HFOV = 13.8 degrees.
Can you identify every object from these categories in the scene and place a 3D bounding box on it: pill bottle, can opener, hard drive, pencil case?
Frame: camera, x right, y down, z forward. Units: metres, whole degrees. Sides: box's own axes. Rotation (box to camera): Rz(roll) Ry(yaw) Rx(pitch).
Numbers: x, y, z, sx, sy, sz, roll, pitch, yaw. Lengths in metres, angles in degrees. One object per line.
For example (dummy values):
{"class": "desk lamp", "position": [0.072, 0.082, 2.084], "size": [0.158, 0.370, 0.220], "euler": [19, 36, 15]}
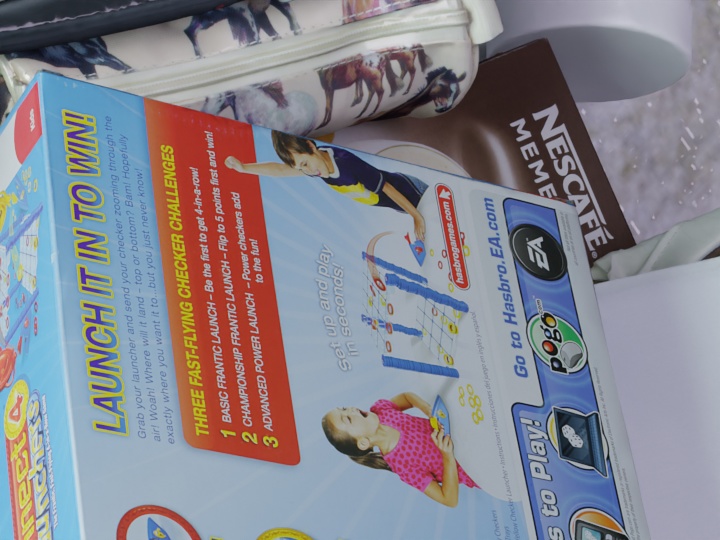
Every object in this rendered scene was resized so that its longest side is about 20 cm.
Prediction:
{"class": "pill bottle", "position": [0.093, -0.176, 1.207], "size": [0.111, 0.111, 0.201], "euler": [13, 69, -32]}
{"class": "can opener", "position": [-0.053, -0.108, 0.962], "size": [0.200, 0.079, 0.064], "euler": [-26, 94, -34]}
{"class": "hard drive", "position": [0.104, 0.060, 0.995], "size": [0.199, 0.027, 0.132], "euler": [-12, 55, -17]}
{"class": "pencil case", "position": [-0.052, -0.069, 1.013], "size": [0.199, 0.089, 0.078], "euler": [-18, 113, -32]}

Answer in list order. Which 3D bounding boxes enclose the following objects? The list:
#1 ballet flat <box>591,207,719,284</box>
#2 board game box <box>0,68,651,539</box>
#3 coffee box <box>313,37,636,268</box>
{"class": "ballet flat", "position": [0.092, 0.032, 1.077], "size": [0.069, 0.069, 0.200], "euler": [50, 57, -12]}
{"class": "board game box", "position": [-0.012, 0.053, 0.888], "size": [0.195, 0.056, 0.201], "euler": [13, 48, -27]}
{"class": "coffee box", "position": [0.000, 0.000, 1.107], "size": [0.200, 0.080, 0.115], "euler": [-25, 92, -38]}
